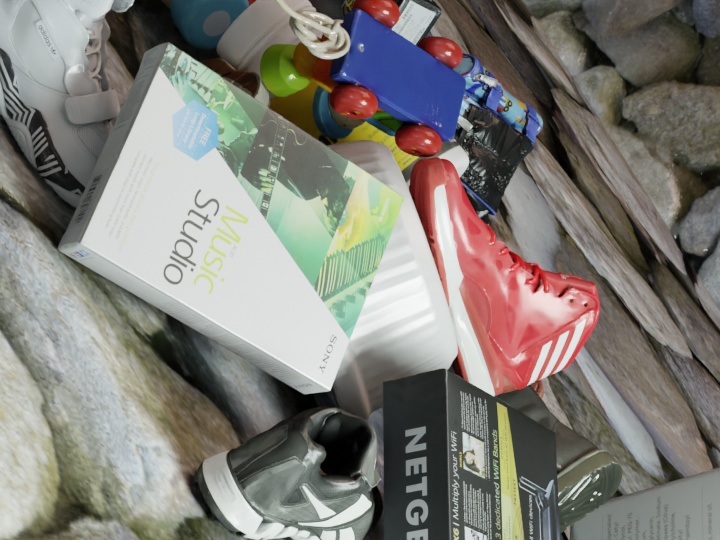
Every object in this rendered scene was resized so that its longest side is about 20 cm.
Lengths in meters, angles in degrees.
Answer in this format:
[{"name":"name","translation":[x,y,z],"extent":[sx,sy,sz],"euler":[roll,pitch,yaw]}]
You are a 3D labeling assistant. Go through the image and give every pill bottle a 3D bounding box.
[{"name":"pill bottle","translation":[-0.018,-0.123,1.626],"extent":[0.200,0.111,0.111],"euler":[49,14,7]}]

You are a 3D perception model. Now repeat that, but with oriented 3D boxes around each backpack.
[{"name":"backpack","translation":[0.043,-0.149,1.936],"extent":[0.200,0.135,0.182],"euler":[35,-7,-31]}]

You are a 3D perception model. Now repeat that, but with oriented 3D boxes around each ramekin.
[{"name":"ramekin","translation":[0.000,0.000,1.477],"extent":[0.202,0.094,0.204],"euler":[161,-90,-88]}]

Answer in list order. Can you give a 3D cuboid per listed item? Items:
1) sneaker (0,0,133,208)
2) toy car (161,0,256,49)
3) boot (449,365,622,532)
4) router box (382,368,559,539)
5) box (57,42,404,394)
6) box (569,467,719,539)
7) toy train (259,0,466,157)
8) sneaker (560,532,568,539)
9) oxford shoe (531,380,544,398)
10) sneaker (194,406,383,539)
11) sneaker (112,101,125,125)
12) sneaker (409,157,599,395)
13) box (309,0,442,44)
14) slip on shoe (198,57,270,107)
[{"name":"sneaker","translation":[-0.175,-0.130,1.320],"extent":[0.200,0.115,0.075],"euler":[53,15,-4]},{"name":"toy car","translation":[-0.082,-0.289,1.744],"extent":[0.177,0.200,0.185],"euler":[34,16,-52]},{"name":"boot","translation":[0.075,0.129,1.566],"extent":[0.200,0.181,0.073],"euler":[44,-37,35]},{"name":"router box","translation":[0.076,0.184,1.375],"extent":[0.157,0.052,0.201],"euler":[33,51,-51]},{"name":"box","translation":[-0.076,-0.030,1.317],"extent":[0.199,0.036,0.145],"euler":[32,68,-28]},{"name":"box","translation":[0.276,0.287,1.588],"extent":[0.199,0.171,0.201],"euler":[41,41,-39]},{"name":"toy train","translation":[-0.028,-0.148,1.467],"extent":[0.200,0.115,0.085],"euler":[27,70,-42]},{"name":"sneaker","translation":[0.112,0.168,1.657],"extent":[0.106,0.074,0.201],"euler":[51,19,-40]},{"name":"oxford shoe","translation":[0.129,0.143,1.792],"extent":[0.200,0.070,0.074],"euler":[-94,176,-71]},{"name":"sneaker","translation":[-0.017,0.128,1.287],"extent":[0.067,0.090,0.200],"euler":[61,16,22]},{"name":"sneaker","translation":[-0.098,-0.039,1.414],"extent":[0.201,0.085,0.077],"euler":[55,16,5]},{"name":"sneaker","translation":[0.107,-0.005,1.522],"extent":[0.078,0.115,0.201],"euler":[-115,-171,-58]},{"name":"box","translation":[-0.026,-0.211,1.799],"extent":[0.046,0.159,0.200],"euler":[21,23,-37]},{"name":"slip on shoe","translation":[-0.105,-0.108,1.544],"extent":[0.200,0.076,0.061],"euler":[-139,-153,-70]}]
